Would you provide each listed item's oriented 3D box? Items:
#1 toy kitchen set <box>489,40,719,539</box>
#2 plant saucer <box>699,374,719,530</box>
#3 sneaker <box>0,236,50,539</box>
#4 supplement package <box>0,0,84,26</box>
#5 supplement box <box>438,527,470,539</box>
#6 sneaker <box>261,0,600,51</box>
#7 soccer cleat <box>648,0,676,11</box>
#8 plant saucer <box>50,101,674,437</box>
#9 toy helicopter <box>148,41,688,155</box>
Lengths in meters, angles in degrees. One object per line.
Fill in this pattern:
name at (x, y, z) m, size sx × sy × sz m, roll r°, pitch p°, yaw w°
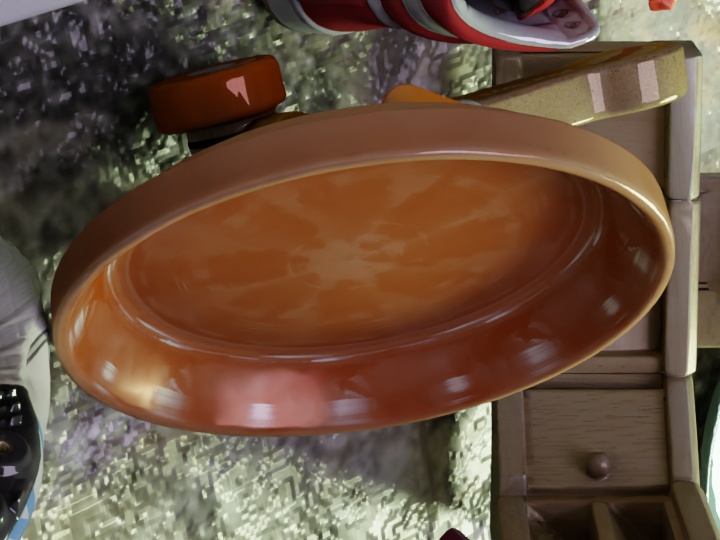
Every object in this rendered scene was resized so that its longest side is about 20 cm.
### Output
toy kitchen set at (0.131, 0.027, 0.898) m, size 0.162 × 0.181 × 0.201 m, roll -1°, pitch 104°, yaw 1°
plant saucer at (0.210, 0.078, 1.123) m, size 0.200 × 0.039 × 0.202 m, roll -10°, pitch 106°, yaw -40°
sneaker at (-0.127, 0.057, 0.718) m, size 0.071 × 0.200 × 0.073 m, roll 7°, pitch 117°, yaw -4°
supplement package at (-0.110, -0.165, 0.716) m, size 0.199 × 0.111 × 0.157 m, roll -23°, pitch 119°, yaw -38°
supplement box at (0.064, 0.188, 0.787) m, size 0.110 × 0.086 × 0.200 m, roll -46°, pitch 129°, yaw -1°
sneaker at (0.069, -0.135, 0.892) m, size 0.200 × 0.112 × 0.072 m, roll -34°, pitch 120°, yaw -33°
soccer cleat at (0.166, -0.155, 0.924) m, size 0.069 × 0.199 × 0.078 m, roll 34°, pitch 65°, yaw -30°
plant saucer at (0.000, 0.000, 0.783) m, size 0.200 × 0.200 × 0.032 m, roll 19°, pitch 52°, yaw -43°
toy helicopter at (0.034, -0.049, 0.841) m, size 0.199 × 0.132 × 0.079 m, roll -18°, pitch 99°, yaw -26°
